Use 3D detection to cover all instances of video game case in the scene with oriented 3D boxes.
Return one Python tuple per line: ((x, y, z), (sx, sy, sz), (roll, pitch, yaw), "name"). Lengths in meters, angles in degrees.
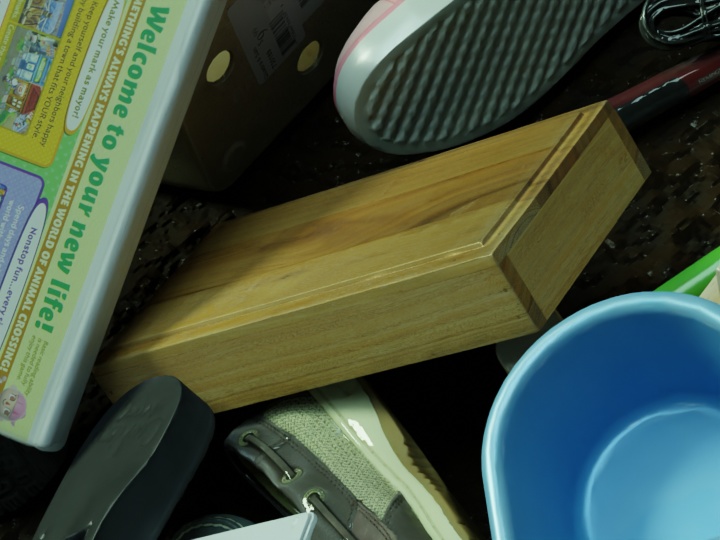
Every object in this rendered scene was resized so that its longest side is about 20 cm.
((-0.159, -0.057, 1.000), (0.182, 0.022, 0.200), (21, 92, 14), "video game case")

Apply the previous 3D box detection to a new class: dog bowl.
((0.091, 0.093, 0.759), (0.111, 0.050, 0.200), (-19, 54, 17), "dog bowl")

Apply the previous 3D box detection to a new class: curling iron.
((0.075, -0.058, 1.058), (0.200, 0.026, 0.050), (-35, 84, 0), "curling iron")

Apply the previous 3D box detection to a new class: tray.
((0.000, 0.000, 0.973), (0.200, 0.037, 0.099), (-15, 25, 40), "tray")

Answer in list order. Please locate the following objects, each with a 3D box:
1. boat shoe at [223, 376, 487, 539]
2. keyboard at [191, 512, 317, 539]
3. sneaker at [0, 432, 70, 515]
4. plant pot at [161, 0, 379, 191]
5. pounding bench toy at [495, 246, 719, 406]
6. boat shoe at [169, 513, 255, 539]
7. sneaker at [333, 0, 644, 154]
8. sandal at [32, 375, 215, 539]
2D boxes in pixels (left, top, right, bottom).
((0.012, 0.105, 0.932), (0.065, 0.073, 0.200), (-37, 38, -1), "boat shoe")
((-0.088, 0.123, 0.939), (0.200, 0.011, 0.056), (-18, 36, 46), "keyboard")
((-0.197, 0.041, 1.071), (0.200, 0.076, 0.091), (9, 52, 27), "sneaker")
((-0.092, -0.152, 1.112), (0.177, 0.200, 0.200), (32, 70, 27), "plant pot")
((0.163, 0.014, 0.897), (0.200, 0.124, 0.156), (22, 64, 36), "pounding bench toy")
((-0.042, 0.156, 0.912), (0.073, 0.062, 0.200), (-19, 48, 9), "boat shoe")
((0.046, -0.126, 1.093), (0.200, 0.075, 0.105), (-37, 49, -23), "sneaker")
((-0.116, 0.116, 0.926), (0.076, 0.043, 0.200), (-20, 37, 45), "sandal")
